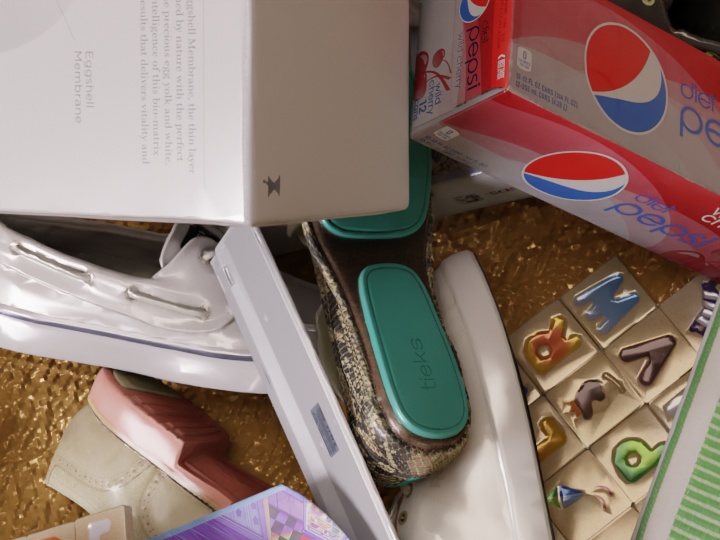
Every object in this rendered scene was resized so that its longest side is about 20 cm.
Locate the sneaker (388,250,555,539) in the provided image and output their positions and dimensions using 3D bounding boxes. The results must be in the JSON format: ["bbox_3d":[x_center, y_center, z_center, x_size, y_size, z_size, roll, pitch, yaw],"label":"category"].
[{"bbox_3d":[0.038,0.089,1.204,0.084,0.073,0.201,-11,70,6],"label":"sneaker"}]

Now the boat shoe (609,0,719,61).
[{"bbox_3d":[0.155,-0.132,1.271,0.200,0.061,0.072,18,76,18],"label":"boat shoe"}]

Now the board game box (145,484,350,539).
[{"bbox_3d":[-0.072,0.188,1.173,0.200,0.039,0.159,-24,76,31],"label":"board game box"}]

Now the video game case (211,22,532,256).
[{"bbox_3d":[0.014,-0.119,1.284,0.181,0.045,0.201,-13,68,26],"label":"video game case"}]

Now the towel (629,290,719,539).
[{"bbox_3d":[0.200,0.076,1.140,0.200,0.023,0.153,3,66,54],"label":"towel"}]

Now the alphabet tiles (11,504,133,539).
[{"bbox_3d":[-0.139,0.196,1.185,0.200,0.008,0.168,-20,67,41],"label":"alphabet tiles"}]

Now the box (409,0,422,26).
[{"bbox_3d":[-0.059,-0.182,1.258,0.199,0.101,0.113,5,77,30],"label":"box"}]

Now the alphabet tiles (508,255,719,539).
[{"bbox_3d":[0.112,0.093,1.229,0.200,0.006,0.167,-37,68,-2],"label":"alphabet tiles"}]

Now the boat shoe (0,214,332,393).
[{"bbox_3d":[-0.078,0.008,1.251,0.199,0.072,0.066,9,113,11],"label":"boat shoe"}]

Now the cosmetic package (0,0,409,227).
[{"bbox_3d":[-0.090,-0.124,1.132,0.199,0.123,0.200,4,97,35],"label":"cosmetic package"}]

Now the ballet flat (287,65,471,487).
[{"bbox_3d":[0.000,0.000,1.196,0.068,0.075,0.201,2,66,-29],"label":"ballet flat"}]

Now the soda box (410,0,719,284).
[{"bbox_3d":[0.116,-0.061,1.180,0.063,0.200,0.070,-24,53,45],"label":"soda box"}]

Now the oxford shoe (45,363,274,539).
[{"bbox_3d":[-0.061,0.130,1.232,0.200,0.071,0.074,43,105,25],"label":"oxford shoe"}]

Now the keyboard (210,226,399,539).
[{"bbox_3d":[-0.016,0.070,1.179,0.011,0.056,0.201,-19,78,-28],"label":"keyboard"}]
